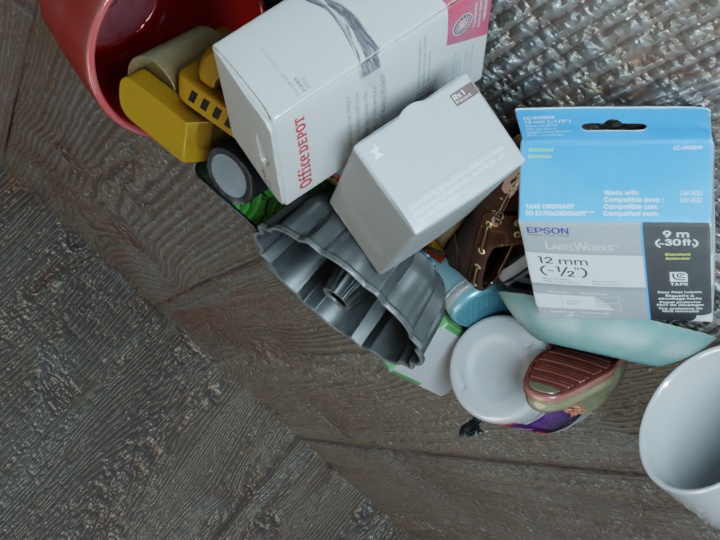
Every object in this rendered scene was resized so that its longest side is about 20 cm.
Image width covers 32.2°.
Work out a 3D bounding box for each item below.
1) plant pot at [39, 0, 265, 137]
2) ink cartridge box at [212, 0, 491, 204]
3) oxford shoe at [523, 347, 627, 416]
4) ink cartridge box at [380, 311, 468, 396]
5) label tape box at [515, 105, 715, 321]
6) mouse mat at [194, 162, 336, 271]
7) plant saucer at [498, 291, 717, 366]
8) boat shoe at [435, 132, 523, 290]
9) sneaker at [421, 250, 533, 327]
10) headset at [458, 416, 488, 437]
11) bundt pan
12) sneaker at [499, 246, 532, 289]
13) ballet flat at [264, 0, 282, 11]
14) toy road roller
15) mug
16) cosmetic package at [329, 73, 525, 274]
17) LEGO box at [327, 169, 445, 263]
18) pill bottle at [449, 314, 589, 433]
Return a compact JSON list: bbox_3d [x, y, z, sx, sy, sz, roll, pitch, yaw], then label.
[{"bbox_3d":[-0.221,-0.255,1.250,0.177,0.200,0.201,38,166,40],"label":"plant pot"},{"bbox_3d":[-0.004,-0.158,0.944,0.083,0.200,0.147,52,168,18],"label":"ink cartridge box"},{"bbox_3d":[0.214,0.114,1.212,0.070,0.200,0.075,19,111,31],"label":"oxford shoe"},{"bbox_3d":[0.041,0.027,1.383,0.200,0.084,0.145,55,-168,29],"label":"ink cartridge box"},{"bbox_3d":[0.197,-0.039,0.957,0.143,0.066,0.200,1,148,17],"label":"label tape box"},{"bbox_3d":[-0.070,-0.100,1.315,0.161,0.200,0.008,41,133,-5],"label":"mouse mat"},{"bbox_3d":[0.221,0.058,1.142,0.200,0.039,0.201,13,177,1],"label":"plant saucer"},{"bbox_3d":[0.132,-0.052,1.099,0.070,0.070,0.200,57,153,17],"label":"boat shoe"},{"bbox_3d":[0.124,0.003,1.349,0.131,0.079,0.200,60,-169,25],"label":"sneaker"},{"bbox_3d":[0.156,0.132,1.550,0.123,0.094,0.200,34,151,22],"label":"headset"},{"bbox_3d":[0.000,0.000,1.169,0.202,0.076,0.202,36,164,13],"label":"bundt pan"},{"bbox_3d":[0.192,-0.006,1.142,0.079,0.078,0.200,47,162,-2],"label":"sneaker"},{"bbox_3d":[-0.049,-0.239,1.140,0.067,0.057,0.200,56,169,-3],"label":"ballet flat"},{"bbox_3d":[-0.111,-0.171,1.104,0.200,0.123,0.146,36,141,23],"label":"toy road roller"},{"bbox_3d":[0.376,0.162,1.091,0.175,0.148,0.200,37,137,-27],"label":"mug"},{"bbox_3d":[0.046,-0.070,0.983,0.090,0.107,0.200,56,171,1],"label":"cosmetic package"},{"bbox_3d":[0.028,-0.116,1.221,0.200,0.077,0.149,37,164,12],"label":"LEGO box"},{"bbox_3d":[0.185,0.117,1.338,0.111,0.112,0.200,30,-175,32],"label":"pill bottle"}]
